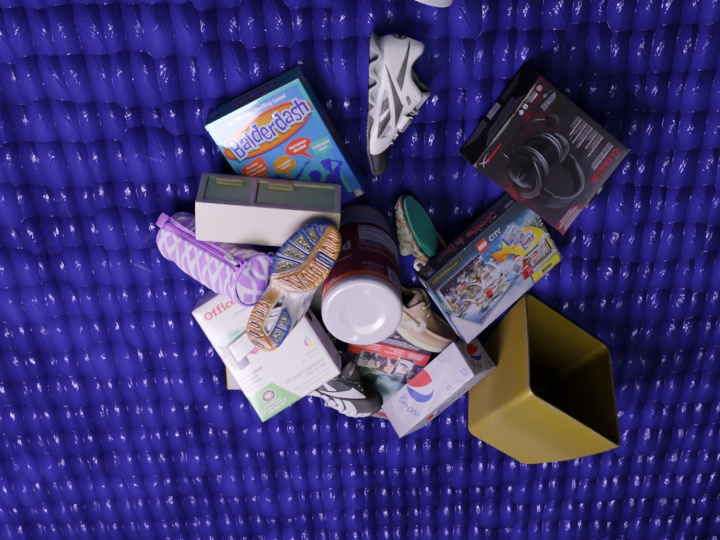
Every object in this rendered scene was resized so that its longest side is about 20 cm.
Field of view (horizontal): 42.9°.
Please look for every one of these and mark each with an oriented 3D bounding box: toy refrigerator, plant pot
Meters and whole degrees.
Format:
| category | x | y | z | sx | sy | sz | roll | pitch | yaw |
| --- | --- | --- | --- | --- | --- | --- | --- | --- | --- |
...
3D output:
| category | x | y | z | sx | sy | sz | roll | pitch | yaw |
| --- | --- | --- | --- | --- | --- | --- | --- | --- | --- |
| toy refrigerator | -0.126 | -0.084 | 1.273 | 0.196 | 0.077 | 0.071 | 4 | 128 | -3 |
| plant pot | 0.281 | 0.199 | 1.486 | 0.198 | 0.202 | 0.176 | 31 | 131 | -22 |

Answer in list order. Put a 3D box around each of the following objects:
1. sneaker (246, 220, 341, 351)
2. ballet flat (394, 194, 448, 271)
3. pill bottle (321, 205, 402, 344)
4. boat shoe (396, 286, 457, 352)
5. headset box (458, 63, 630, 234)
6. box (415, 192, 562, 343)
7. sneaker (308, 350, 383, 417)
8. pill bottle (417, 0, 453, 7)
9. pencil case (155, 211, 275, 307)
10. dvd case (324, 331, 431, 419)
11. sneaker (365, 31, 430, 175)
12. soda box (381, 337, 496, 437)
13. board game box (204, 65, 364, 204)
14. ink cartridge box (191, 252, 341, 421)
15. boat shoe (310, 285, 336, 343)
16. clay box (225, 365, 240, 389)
| category | x | y | z | sx | sy | sz | roll | pitch | yaw |
| --- | --- | --- | --- | --- | --- | --- | --- | --- | --- |
| sneaker | -0.091 | 0.015 | 1.266 | 0.075 | 0.088 | 0.201 | 36 | 102 | 4 |
| ballet flat | 0.098 | -0.027 | 1.384 | 0.063 | 0.076 | 0.201 | -20 | 123 | 34 |
| pill bottle | 0.000 | 0.000 | 1.317 | 0.112 | 0.201 | 0.116 | -1 | 126 | -1 |
| boat shoe | 0.080 | 0.063 | 1.448 | 0.198 | 0.073 | 0.065 | 30 | 119 | -18 |
| headset box | 0.260 | -0.160 | 1.267 | 0.199 | 0.077 | 0.150 | 33 | 104 | -22 |
| box | 0.195 | -0.007 | 1.369 | 0.199 | 0.038 | 0.137 | -40 | 121 | -5 |
| sneaker | -0.027 | 0.179 | 1.490 | 0.198 | 0.067 | 0.090 | 27 | 126 | -31 |
| pill bottle | 0.104 | -0.422 | 1.068 | 0.112 | 0.115 | 0.202 | 16 | 124 | -14 |
| pencil case | -0.207 | -0.018 | 1.305 | 0.085 | 0.198 | 0.085 | 36 | 81 | -52 |
| dvd case | 0.032 | 0.169 | 1.552 | 0.143 | 0.022 | 0.202 | 13 | 124 | -11 |
| sneaker | 0.050 | -0.218 | 1.238 | 0.087 | 0.075 | 0.203 | 3 | 126 | -1 |
| soda box | 0.124 | 0.189 | 1.487 | 0.068 | 0.064 | 0.200 | -11 | 152 | -48 |
| board game box | -0.103 | -0.165 | 1.290 | 0.150 | 0.045 | 0.201 | -23 | 123 | 15 |
| ink cartridge box | -0.139 | 0.098 | 1.378 | 0.144 | 0.084 | 0.202 | -32 | 99 | 5 |
| boat shoe | -0.069 | 0.074 | 1.455 | 0.074 | 0.061 | 0.203 | -2 | 126 | -1 |
| clay box | -0.163 | 0.104 | 1.482 | 0.113 | 0.048 | 0.203 | 1 | 125 | -3 |
